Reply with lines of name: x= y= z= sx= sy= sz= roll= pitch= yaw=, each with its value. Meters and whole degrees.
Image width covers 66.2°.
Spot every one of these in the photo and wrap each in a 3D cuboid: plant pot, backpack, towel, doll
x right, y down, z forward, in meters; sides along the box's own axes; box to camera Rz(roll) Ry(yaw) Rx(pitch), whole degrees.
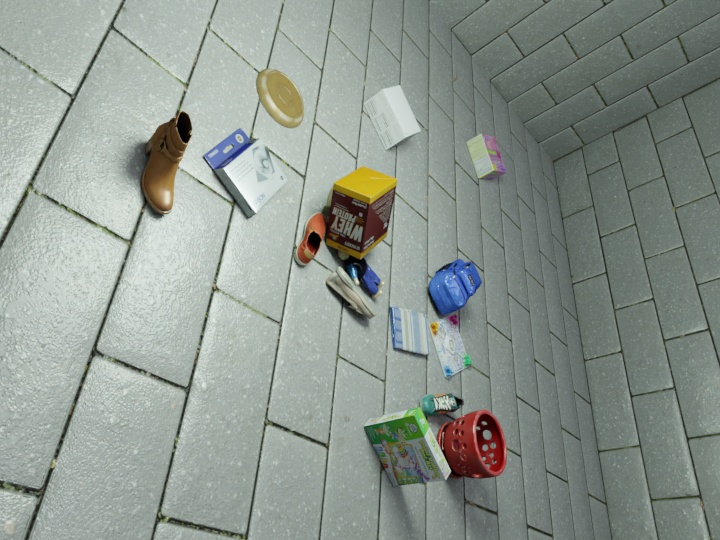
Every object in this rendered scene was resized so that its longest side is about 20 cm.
plant pot: x=0.354 y=0.574 z=1.805 sx=0.198 sy=0.179 sz=0.207 roll=27 pitch=52 yaw=-41
backpack: x=0.355 y=0.056 z=2.094 sx=0.199 sy=0.166 sz=0.165 roll=-33 pitch=91 yaw=-49
plant pot: x=-0.246 y=-0.554 z=1.757 sx=0.198 sy=0.027 sz=0.206 roll=29 pitch=51 yaw=-42
towel: x=0.170 y=0.208 z=1.895 sx=0.197 sy=0.023 sz=0.152 roll=18 pitch=61 yaw=-44
doll: x=0.000 y=0.000 z=1.764 sx=0.200 sy=0.048 sz=0.139 roll=47 pitch=40 yaw=-26

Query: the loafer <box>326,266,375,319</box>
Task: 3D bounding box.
loafer: x=-0.029 y=0.079 z=1.690 sx=0.202 sy=0.062 sz=0.072 roll=52 pitch=6 yaw=-24

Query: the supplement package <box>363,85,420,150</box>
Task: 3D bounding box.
supplement package: x=0.129 y=-0.609 z=2.194 sx=0.155 sy=0.109 sz=0.205 roll=-35 pitch=100 yaw=-53

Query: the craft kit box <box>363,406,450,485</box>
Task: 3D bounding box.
craft kit box: x=0.129 y=0.498 z=1.545 sx=0.048 sy=0.194 sz=0.205 roll=-33 pitch=96 yaw=-54

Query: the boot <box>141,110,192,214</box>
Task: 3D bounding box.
boot: x=-0.428 y=-0.247 z=1.257 sx=0.075 sy=0.153 sz=0.207 roll=15 pitch=60 yaw=-46

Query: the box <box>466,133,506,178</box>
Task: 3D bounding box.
box: x=0.655 y=-0.588 z=2.866 sx=0.173 sy=0.095 sz=0.207 roll=-6 pitch=77 yaw=-53

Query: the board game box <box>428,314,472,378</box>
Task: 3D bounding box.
board game box: x=0.342 y=0.279 z=2.074 sx=0.197 sy=0.025 sz=0.206 roll=-9 pitch=79 yaw=-53

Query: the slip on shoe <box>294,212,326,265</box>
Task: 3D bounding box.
slip on shoe: x=-0.136 y=-0.099 z=1.633 sx=0.074 sy=0.060 sz=0.203 roll=45 pitch=40 yaw=-24

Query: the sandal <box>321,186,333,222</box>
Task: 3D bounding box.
sandal: x=-0.066 y=-0.215 z=1.794 sx=0.071 sy=0.075 sz=0.215 roll=71 pitch=34 yaw=-42

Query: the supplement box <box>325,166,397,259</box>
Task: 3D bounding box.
supplement box: x=0.004 y=-0.183 z=1.711 sx=0.197 sy=0.129 sz=0.206 roll=-41 pitch=147 yaw=-53

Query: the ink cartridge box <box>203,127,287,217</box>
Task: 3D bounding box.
ink cartridge box: x=-0.309 y=-0.281 z=1.522 sx=0.202 sy=0.040 sz=0.201 roll=54 pitch=38 yaw=-18

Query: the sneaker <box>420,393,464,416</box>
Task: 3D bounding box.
sneaker: x=0.276 y=0.445 z=1.856 sx=0.197 sy=0.079 sz=0.074 roll=9 pitch=65 yaw=-49
